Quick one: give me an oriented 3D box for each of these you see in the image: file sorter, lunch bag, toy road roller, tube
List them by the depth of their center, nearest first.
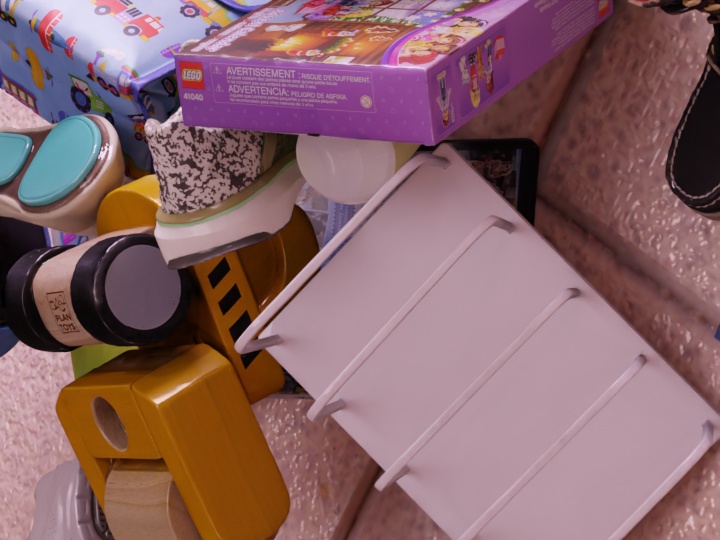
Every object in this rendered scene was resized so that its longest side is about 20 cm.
[{"bbox_3d":[0.056,0.055,1.112,0.200,0.125,0.139,45,97,7],"label":"file sorter"},{"bbox_3d":[0.018,-0.095,1.198,0.052,0.200,0.058,-18,107,23],"label":"tube"},{"bbox_3d":[-0.082,0.046,1.235,0.123,0.145,0.201,-6,108,58],"label":"toy road roller"},{"bbox_3d":[-0.100,-0.158,1.359,0.150,0.200,0.094,34,149,30],"label":"lunch bag"}]

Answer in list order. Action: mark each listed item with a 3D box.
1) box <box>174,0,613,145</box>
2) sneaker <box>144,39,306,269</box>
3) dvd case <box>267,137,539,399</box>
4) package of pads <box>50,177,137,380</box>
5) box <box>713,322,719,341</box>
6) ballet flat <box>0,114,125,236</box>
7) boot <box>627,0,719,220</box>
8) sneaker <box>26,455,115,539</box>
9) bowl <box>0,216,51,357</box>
[{"bbox_3d":[0.021,-0.115,1.130,0.136,0.200,0.039,6,116,29],"label":"box"},{"bbox_3d":[-0.056,-0.084,1.173,0.076,0.200,0.089,-10,116,21],"label":"sneaker"},{"bbox_3d":[0.000,0.000,1.281,0.199,0.018,0.144,0,78,26],"label":"dvd case"},{"bbox_3d":[-0.114,-0.006,1.409,0.154,0.068,0.201,-29,65,40],"label":"package of pads"},{"bbox_3d":[0.259,-0.028,1.065,0.136,0.038,0.201,33,107,42],"label":"box"},{"bbox_3d":[-0.170,-0.051,1.323,0.200,0.069,0.070,11,91,58],"label":"ballet flat"},{"bbox_3d":[0.171,-0.121,1.086,0.073,0.150,0.201,49,117,37],"label":"boot"},{"bbox_3d":[-0.172,0.211,1.438,0.099,0.078,0.201,-18,63,50],"label":"sneaker"},{"bbox_3d":[-0.262,-0.037,1.386,0.039,0.200,0.202,-33,61,26],"label":"bowl"}]
